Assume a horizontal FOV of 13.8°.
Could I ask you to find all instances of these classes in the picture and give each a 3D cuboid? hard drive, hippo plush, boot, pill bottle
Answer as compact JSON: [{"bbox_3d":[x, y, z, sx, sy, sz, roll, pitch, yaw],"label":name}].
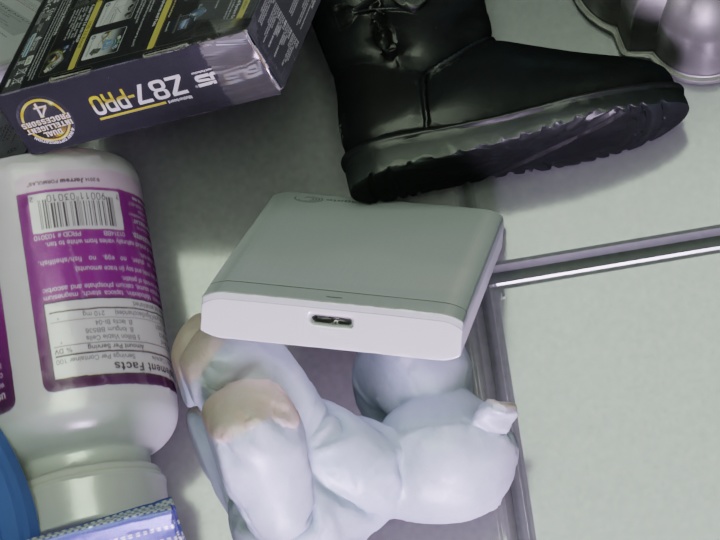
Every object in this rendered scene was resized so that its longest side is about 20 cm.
[{"bbox_3d":[0.000,0.000,1.558,0.131,0.200,0.027,5,106,7],"label":"hard drive"},{"bbox_3d":[0.002,0.088,1.550,0.160,0.160,0.201,-18,59,-8],"label":"hippo plush"},{"bbox_3d":[0.067,-0.138,1.640,0.199,0.076,0.169,-12,73,0],"label":"boot"},{"bbox_3d":[-0.158,0.045,1.604,0.111,0.112,0.201,-11,75,3],"label":"pill bottle"}]

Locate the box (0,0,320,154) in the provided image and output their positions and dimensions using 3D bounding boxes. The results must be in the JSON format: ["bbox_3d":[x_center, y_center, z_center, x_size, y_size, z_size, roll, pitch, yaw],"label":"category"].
[{"bbox_3d":[-0.094,-0.156,1.600,0.160,0.049,0.201,-14,36,28],"label":"box"}]

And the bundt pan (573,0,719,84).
[{"bbox_3d":[0.203,-0.208,1.644,0.200,0.076,0.203,-2,77,7],"label":"bundt pan"}]

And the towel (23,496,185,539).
[{"bbox_3d":[-0.140,0.224,1.544,0.144,0.024,0.201,-15,110,-4],"label":"towel"}]

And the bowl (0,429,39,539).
[{"bbox_3d":[-0.261,0.145,1.579,0.199,0.039,0.202,4,98,29],"label":"bowl"}]

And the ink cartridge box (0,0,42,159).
[{"bbox_3d":[-0.271,-0.138,1.659,0.199,0.175,0.084,34,113,13],"label":"ink cartridge box"}]
